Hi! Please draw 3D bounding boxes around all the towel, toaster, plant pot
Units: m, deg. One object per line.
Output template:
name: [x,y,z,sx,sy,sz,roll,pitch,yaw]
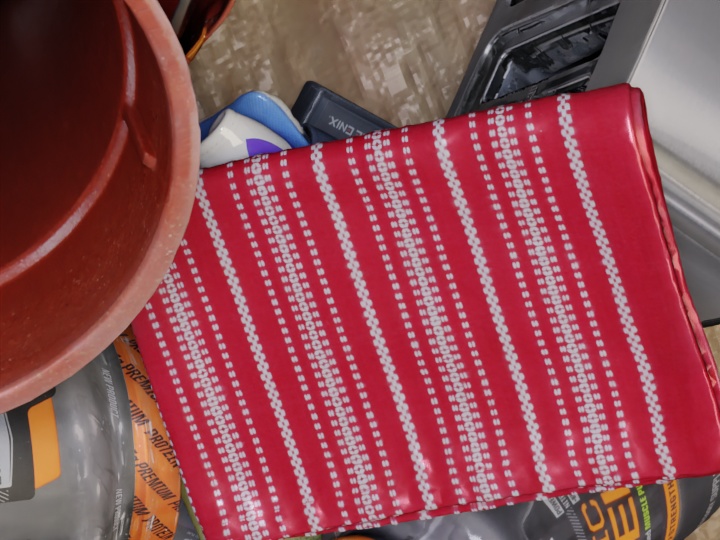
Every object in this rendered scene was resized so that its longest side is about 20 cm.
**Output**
towel: [0.018,0.022,0.814,0.200,0.022,0.145,-11,108,16]
toaster: [0.122,-0.072,0.892,0.119,0.200,0.181,30,71,-20]
plant pot: [-0.163,-0.083,0.755,0.201,0.195,0.201,-6,125,-9]

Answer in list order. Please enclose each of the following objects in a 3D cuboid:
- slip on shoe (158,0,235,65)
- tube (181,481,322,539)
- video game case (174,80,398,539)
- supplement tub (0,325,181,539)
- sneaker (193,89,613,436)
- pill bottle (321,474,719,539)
slip on shoe: [-0.089,-0.087,0.868,0.074,0.061,0.200,23,115,-22]
tube: [-0.028,0.133,0.980,0.058,0.052,0.200,-7,124,23]
video game case: [-0.012,0.040,0.989,0.143,0.019,0.200,27,93,-30]
supplement tub: [-0.174,0.073,0.863,0.200,0.123,0.123,-5,109,-25]
sneaker: [0.000,0.000,0.850,0.146,0.200,0.081,48,65,-46]
pill bottle: [0.056,0.102,0.951,0.200,0.106,0.106,-33,121,-41]
